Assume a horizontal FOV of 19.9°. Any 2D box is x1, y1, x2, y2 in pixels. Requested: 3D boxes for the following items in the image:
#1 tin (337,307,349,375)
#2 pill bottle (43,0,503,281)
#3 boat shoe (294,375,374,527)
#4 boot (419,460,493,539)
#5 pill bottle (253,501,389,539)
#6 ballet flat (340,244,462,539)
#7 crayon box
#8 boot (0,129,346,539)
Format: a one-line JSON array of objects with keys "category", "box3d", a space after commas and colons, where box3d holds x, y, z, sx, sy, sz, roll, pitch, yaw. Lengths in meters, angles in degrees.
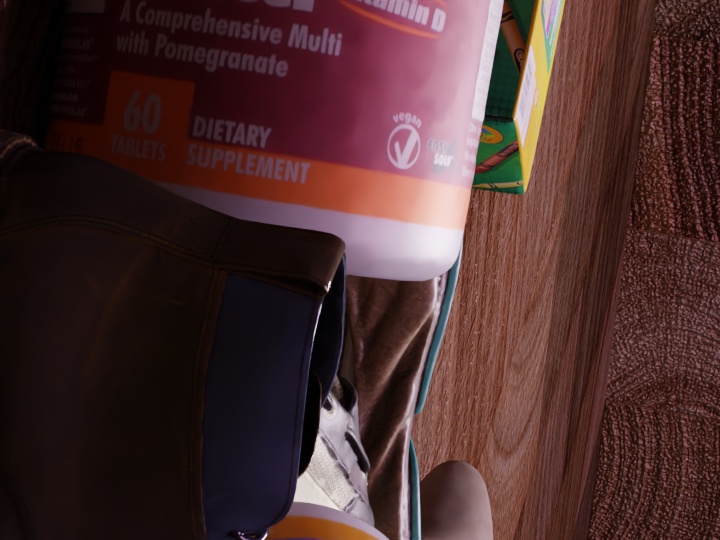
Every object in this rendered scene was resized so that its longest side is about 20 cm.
[{"category": "tin", "box3d": [0.000, 0.000, 0.881, 0.112, 0.041, 0.202, -66, 163, -67]}, {"category": "pill bottle", "box3d": [-0.013, -0.104, 0.513, 0.110, 0.109, 0.202, -3, 102, -79]}, {"category": "boat shoe", "box3d": [-0.027, 0.057, 0.689, 0.201, 0.071, 0.067, 55, 51, -69]}, {"category": "boot", "box3d": [0.027, 0.174, 1.102, 0.146, 0.070, 0.202, 73, 27, -63]}, {"category": "pill bottle", "box3d": [-0.011, 0.168, 0.559, 0.201, 0.111, 0.113, -112, -161, -51]}, {"category": "ballet flat", "box3d": [-0.005, 0.062, 0.810, 0.068, 0.072, 0.202, -103, -163, -68]}, {"category": "crayon box", "box3d": [0.077, -0.156, 1.100, 0.119, 0.058, 0.202, 66, 35, -72]}, {"category": "boot", "box3d": [-0.052, 0.058, 0.480, 0.075, 0.096, 0.201, -70, 165, -45]}]
